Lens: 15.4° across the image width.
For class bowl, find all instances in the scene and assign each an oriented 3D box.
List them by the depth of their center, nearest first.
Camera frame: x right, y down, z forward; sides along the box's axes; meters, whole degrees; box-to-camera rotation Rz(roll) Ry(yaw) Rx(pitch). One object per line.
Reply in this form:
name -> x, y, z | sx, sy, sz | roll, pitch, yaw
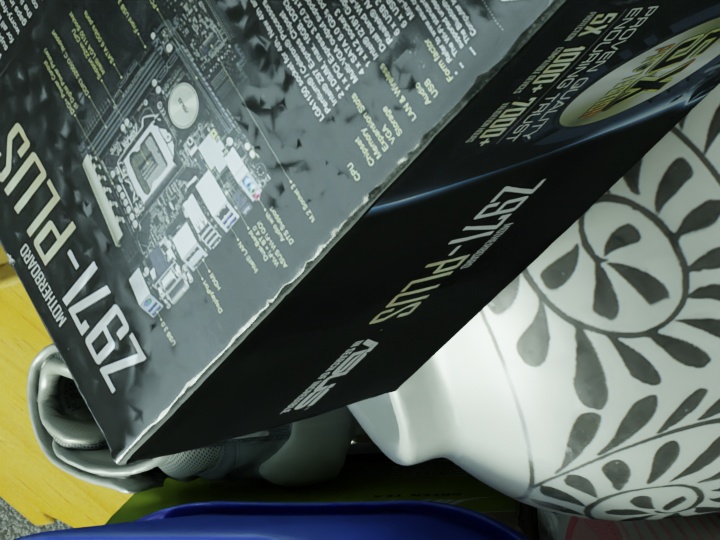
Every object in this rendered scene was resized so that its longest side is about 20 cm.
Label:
bowl -> 0.030, -0.013, 0.646 | 0.201, 0.094, 0.201 | 60, 169, 20

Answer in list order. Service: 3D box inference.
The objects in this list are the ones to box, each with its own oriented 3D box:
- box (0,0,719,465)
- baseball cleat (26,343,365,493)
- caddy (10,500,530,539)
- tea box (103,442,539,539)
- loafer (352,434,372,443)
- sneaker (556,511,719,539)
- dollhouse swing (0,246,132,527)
box -> -0.025, -0.092, 0.534 | 0.164, 0.086, 0.201 | -46, 67, 40
baseball cleat -> -0.060, 0.029, 0.883 | 0.200, 0.106, 0.070 | -167, 75, -77
caddy -> -0.023, 0.131, 0.690 | 0.105, 0.199, 0.142 | 9, -100, -58
tea box -> -0.005, 0.165, 0.852 | 0.197, 0.133, 0.201 | -47, -46, -83
loafer -> -0.028, 0.039, 1.116 | 0.201, 0.069, 0.075 | 59, 169, 19
sneaker -> 0.110, 0.150, 0.706 | 0.105, 0.075, 0.201 | -142, 31, -78
dollhouse swing -> -0.095, -0.018, 1.093 | 0.182, 0.176, 0.200 | 45, 148, -21
